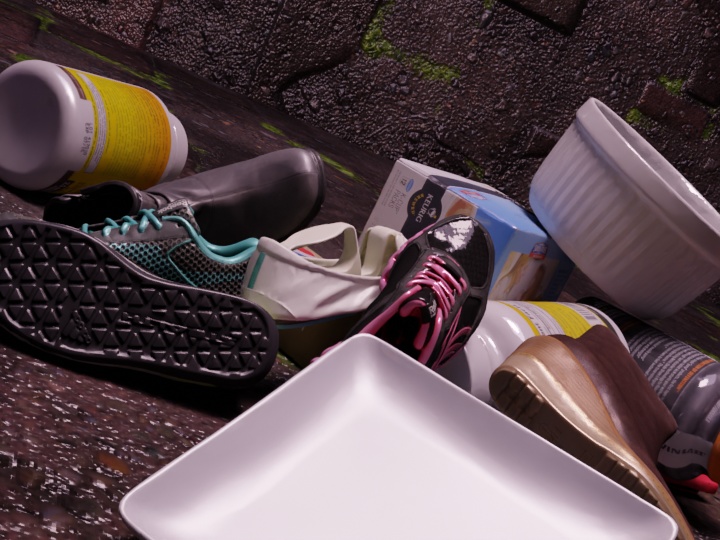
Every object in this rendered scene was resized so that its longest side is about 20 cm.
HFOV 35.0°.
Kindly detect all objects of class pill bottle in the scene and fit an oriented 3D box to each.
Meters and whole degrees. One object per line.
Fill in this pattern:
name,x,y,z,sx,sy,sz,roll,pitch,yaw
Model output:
pill bottle,0.256,0.110,0.988,0.199,0.108,0.105,31,12,39
pill bottle,-0.243,-0.121,1.042,0.108,0.111,0.199,29,11,22
pill bottle,0.113,0.079,0.867,0.198,0.113,0.111,3,22,-46

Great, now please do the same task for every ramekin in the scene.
ramekin,0.243,-0.048,1.030,0.199,0.105,0.201,38,18,-15

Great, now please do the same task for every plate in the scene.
plate,0.022,0.123,0.525,0.198,0.033,0.199,31,35,22

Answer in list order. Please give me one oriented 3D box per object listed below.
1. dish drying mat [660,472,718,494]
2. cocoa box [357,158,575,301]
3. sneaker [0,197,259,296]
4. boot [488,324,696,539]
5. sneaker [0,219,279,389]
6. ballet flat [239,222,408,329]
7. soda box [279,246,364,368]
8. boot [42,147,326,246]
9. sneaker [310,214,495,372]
dish drying mat,0.227,0.163,1.014,0.198,0.018,0.077,18,12,-31
cocoa box,0.097,-0.004,1.043,0.130,0.135,0.199,33,12,26
sneaker,-0.148,-0.012,0.774,0.197,0.092,0.078,20,10,-25
boot,0.182,0.120,0.751,0.165,0.072,0.201,-8,57,-53
sneaker,-0.145,0.031,0.702,0.197,0.073,0.083,23,-14,-17
ballet flat,0.000,0.000,0.795,0.198,0.071,0.069,-3,28,-46
soda box,-0.049,0.023,0.916,0.067,0.065,0.199,15,14,-45
boot,-0.133,-0.046,0.863,0.198,0.071,0.131,-21,-13,27
sneaker,0.036,0.030,0.717,0.079,0.201,0.096,37,-33,0
